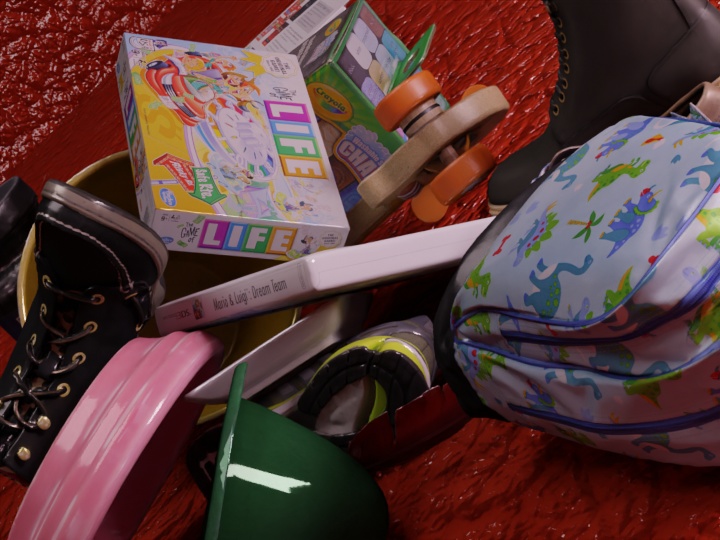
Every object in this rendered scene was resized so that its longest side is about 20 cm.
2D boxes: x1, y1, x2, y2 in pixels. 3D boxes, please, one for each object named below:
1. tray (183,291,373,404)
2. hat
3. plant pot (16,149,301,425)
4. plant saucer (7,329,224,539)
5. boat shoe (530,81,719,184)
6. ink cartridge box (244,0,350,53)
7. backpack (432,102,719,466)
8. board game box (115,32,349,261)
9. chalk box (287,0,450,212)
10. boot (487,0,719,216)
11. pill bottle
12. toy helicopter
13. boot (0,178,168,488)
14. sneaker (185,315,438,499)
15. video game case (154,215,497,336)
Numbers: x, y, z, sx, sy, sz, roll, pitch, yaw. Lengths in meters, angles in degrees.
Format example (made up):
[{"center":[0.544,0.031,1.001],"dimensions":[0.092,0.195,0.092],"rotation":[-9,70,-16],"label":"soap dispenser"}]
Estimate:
[{"center":[-0.041,0.051,0.984],"dimensions":[0.107,0.022,0.200],"rotation":[-32,-3,5],"label":"tray"},{"center":[0.005,0.139,0.843],"dimensions":[0.201,0.174,0.167],"rotation":[106,172,-50],"label":"hat"},{"center":[-0.141,0.026,1.172],"dimensions":[0.200,0.200,0.142],"rotation":[-47,-7,-12],"label":"plant pot"},{"center":[-0.151,0.118,0.953],"dimensions":[0.202,0.050,0.201],"rotation":[-61,-4,-8],"label":"plant saucer"},{"center":[0.129,-0.033,0.868],"dimensions":[0.199,0.072,0.072],"rotation":[-36,20,21],"label":"boat shoe"},{"center":[-0.038,-0.219,1.607],"dimensions":[0.175,0.084,0.200],"rotation":[-43,19,3],"label":"ink cartridge box"},{"center":[0.133,0.008,0.702],"dimensions":[0.163,0.154,0.200],"rotation":[-43,36,-12],"label":"backpack"},{"center":[-0.093,-0.087,1.109],"dimensions":[0.201,0.133,0.034],"rotation":[-108,31,-46],"label":"board game box"},{"center":[-0.011,-0.121,1.280],"dimensions":[0.199,0.124,0.125],"rotation":[-32,20,29],"label":"chalk box"},{"center":[0.127,-0.124,0.969],"dimensions":[0.199,0.138,0.078],"rotation":[-33,21,31],"label":"boot"},{"center":[-0.244,0.022,1.330],"dimensions":[0.112,0.200,0.112],"rotation":[-38,19,16],"label":"pill bottle"},{"center":[0.030,-0.063,1.115],"dimensions":[0.200,0.079,0.132],"rotation":[-42,-6,35],"label":"toy helicopter"},{"center":[-0.177,0.045,0.940],"dimensions":[0.155,0.073,0.204],"rotation":[-63,-7,-17],"label":"boot"},{"center":[-0.023,0.091,0.954],"dimensions":[0.199,0.074,0.081],"rotation":[-30,5,33],"label":"sneaker"},{"center":[0.000,0.000,0.978],"dimensions":[0.198,0.024,0.181],"rotation":[-13,-2,-36],"label":"video game case"}]
